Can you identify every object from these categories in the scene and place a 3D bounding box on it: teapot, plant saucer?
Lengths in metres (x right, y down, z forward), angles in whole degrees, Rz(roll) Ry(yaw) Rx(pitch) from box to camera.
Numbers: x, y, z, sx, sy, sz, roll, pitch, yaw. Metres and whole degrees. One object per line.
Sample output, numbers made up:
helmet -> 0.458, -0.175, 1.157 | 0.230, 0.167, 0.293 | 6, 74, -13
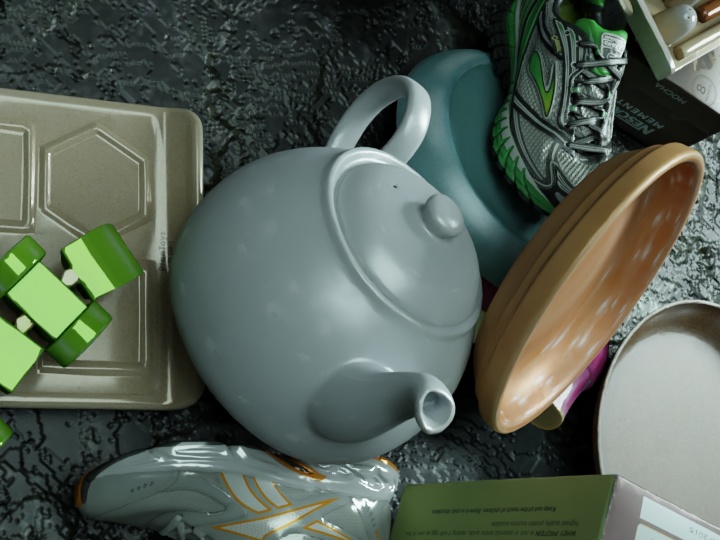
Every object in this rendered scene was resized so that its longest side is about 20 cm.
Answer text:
teapot -> 0.000, 0.000, 0.777 | 0.201, 0.146, 0.197 | 57, 33, 7
plant saucer -> 0.231, 0.122, 0.960 | 0.199, 0.032, 0.202 | 6, 80, -33
plant saucer -> 0.129, 0.006, 0.808 | 0.037, 0.201, 0.200 | 36, 59, 21
plant saucer -> 0.111, -0.069, 0.923 | 0.199, 0.027, 0.201 | 21, 52, -29

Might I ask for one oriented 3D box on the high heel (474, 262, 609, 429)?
high heel -> 0.089, 0.006, 0.914 | 0.200, 0.067, 0.096 | 44, 49, -4

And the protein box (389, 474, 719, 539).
protein box -> 0.103, 0.236, 0.777 | 0.134, 0.198, 0.201 | 28, 67, -26

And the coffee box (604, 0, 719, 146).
coffee box -> 0.235, -0.204, 1.024 | 0.113, 0.080, 0.201 | 29, 66, -19

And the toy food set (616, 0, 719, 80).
toy food set -> 0.244, -0.234, 0.955 | 0.199, 0.060, 0.144 | -29, 92, -31

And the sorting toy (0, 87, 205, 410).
sorting toy -> -0.190, -0.012, 0.793 | 0.199, 0.036, 0.186 | 3, 76, -22

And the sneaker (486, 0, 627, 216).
sneaker -> 0.134, -0.116, 0.891 | 0.078, 0.085, 0.201 | 16, 54, -32

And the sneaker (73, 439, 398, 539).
sneaker -> -0.066, 0.150, 0.788 | 0.199, 0.076, 0.093 | 7, 71, -24

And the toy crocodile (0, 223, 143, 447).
toy crocodile -> -0.196, 0.048, 0.729 | 0.067, 0.062, 0.200 | 44, 71, -8
